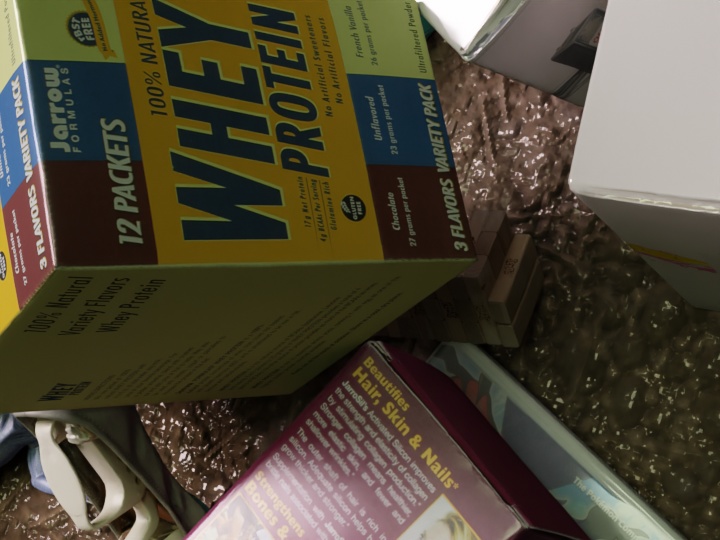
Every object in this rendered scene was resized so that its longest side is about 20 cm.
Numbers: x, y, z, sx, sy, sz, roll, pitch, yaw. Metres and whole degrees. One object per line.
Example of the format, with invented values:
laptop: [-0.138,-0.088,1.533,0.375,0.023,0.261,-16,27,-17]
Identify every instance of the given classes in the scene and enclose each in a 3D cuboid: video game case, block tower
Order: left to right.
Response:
block tower: [0.000,0.000,0.906,0.199,0.054,0.058,2,45,27]
video game case: [0.061,0.161,0.853,0.183,0.023,0.200,-50,59,6]

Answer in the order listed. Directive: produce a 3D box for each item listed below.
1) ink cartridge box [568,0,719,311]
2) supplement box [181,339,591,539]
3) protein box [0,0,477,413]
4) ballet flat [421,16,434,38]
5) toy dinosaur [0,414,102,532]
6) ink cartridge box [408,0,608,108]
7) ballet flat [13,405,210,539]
ink cartridge box: [0.206,-0.068,0.741,0.144,0.200,0.148,7,78,29]
supplement box: [-0.003,0.157,0.815,0.200,0.103,0.131,-46,60,9]
protein box: [-0.090,-0.029,0.753,0.198,0.199,0.136,-38,59,54]
ballet flat: [0.003,-0.151,0.956,0.070,0.067,0.201,36,91,45]
toy dinosaur: [-0.238,0.091,1.001,0.182,0.105,0.200,-45,47,-12]
ink cartridge box: [0.090,-0.160,0.826,0.085,0.199,0.146,-50,58,18]
ballet flat: [-0.125,0.130,0.866,0.067,0.201,0.064,-7,35,35]
